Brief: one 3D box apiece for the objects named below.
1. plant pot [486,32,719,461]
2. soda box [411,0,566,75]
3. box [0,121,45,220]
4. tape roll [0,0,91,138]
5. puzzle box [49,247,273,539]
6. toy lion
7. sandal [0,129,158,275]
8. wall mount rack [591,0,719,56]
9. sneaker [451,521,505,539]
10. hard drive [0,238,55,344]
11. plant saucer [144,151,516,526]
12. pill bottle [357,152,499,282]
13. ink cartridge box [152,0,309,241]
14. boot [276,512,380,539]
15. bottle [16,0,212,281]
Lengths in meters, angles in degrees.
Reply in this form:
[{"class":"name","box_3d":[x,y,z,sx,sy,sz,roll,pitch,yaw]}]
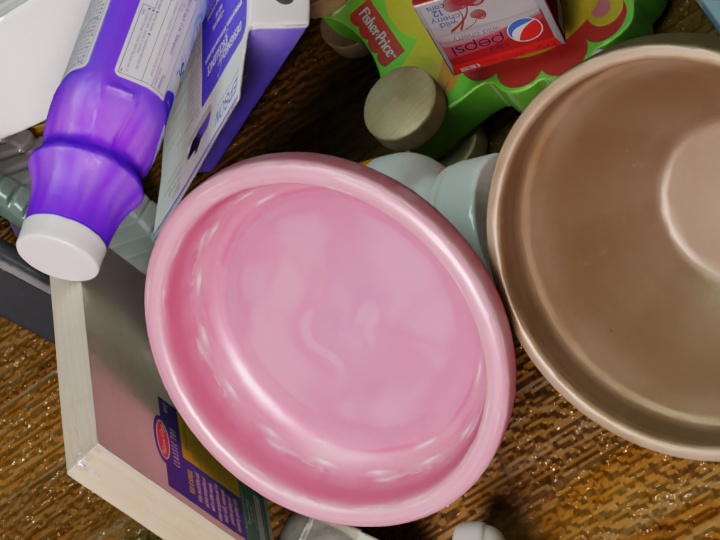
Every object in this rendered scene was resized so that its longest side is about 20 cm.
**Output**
[{"class":"plant pot","box_3d":[0.167,-0.019,1.029,0.199,0.093,0.203,11,114,27]},{"class":"soda box","box_3d":[0.065,-0.208,1.189,0.069,0.064,0.201,-14,53,18]},{"class":"box","box_3d":[-0.220,-0.091,1.411,0.199,0.064,0.070,-32,30,25]},{"class":"tape roll","box_3d":[-0.210,-0.163,1.335,0.201,0.071,0.203,-21,32,14]},{"class":"puzzle box","box_3d":[-0.109,0.071,1.175,0.025,0.133,0.201,-40,32,17]},{"class":"toy lion","box_3d":[0.072,-0.156,1.226,0.191,0.069,0.201,-40,49,9]},{"class":"sandal","box_3d":[-0.182,-0.030,1.341,0.202,0.082,0.050,37,139,15]},{"class":"wall mount rack","box_3d":[0.173,-0.157,1.100,0.173,0.075,0.201,-25,52,-4]},{"class":"sneaker","box_3d":[0.096,0.204,1.039,0.084,0.073,0.201,-15,53,2]},{"class":"hard drive","box_3d":[-0.210,0.004,1.278,0.139,0.200,0.033,30,88,42]},{"class":"plant saucer","box_3d":[-0.011,0.030,1.090,0.199,0.202,0.051,-16,17,33]},{"class":"pill bottle","box_3d":[0.000,0.000,1.169,0.199,0.111,0.112,-14,61,34]},{"class":"ink cartridge box","box_3d":[-0.075,-0.141,1.277,0.198,0.043,0.202,131,146,-61]},{"class":"boot","box_3d":[-0.069,0.216,1.153,0.181,0.072,0.202,15,82,40]},{"class":"bottle","box_3d":[-0.135,-0.092,1.196,0.084,0.065,0.201,127,161,-61]}]
